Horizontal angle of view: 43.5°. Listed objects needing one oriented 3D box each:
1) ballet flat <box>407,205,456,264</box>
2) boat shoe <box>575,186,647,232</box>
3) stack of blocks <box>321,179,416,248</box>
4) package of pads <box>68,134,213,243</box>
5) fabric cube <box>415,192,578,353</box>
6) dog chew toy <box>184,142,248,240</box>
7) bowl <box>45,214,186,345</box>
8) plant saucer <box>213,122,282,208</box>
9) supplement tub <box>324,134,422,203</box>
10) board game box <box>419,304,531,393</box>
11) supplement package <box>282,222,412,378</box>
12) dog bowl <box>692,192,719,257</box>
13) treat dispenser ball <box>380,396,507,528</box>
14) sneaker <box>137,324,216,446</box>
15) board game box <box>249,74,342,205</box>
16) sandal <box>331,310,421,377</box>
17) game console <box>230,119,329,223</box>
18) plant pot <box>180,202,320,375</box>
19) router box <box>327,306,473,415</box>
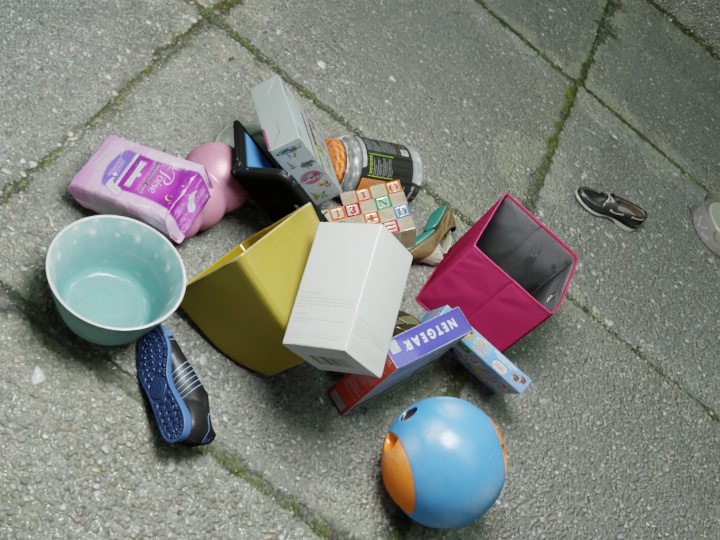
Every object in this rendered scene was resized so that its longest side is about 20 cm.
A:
[{"bbox_3d":[0.145,-0.057,1.807,0.073,0.067,0.200,55,38,-12],"label":"ballet flat"},{"bbox_3d":[0.619,-0.161,2.223,0.199,0.060,0.074,28,46,-17],"label":"boat shoe"},{"bbox_3d":[-0.009,-0.081,1.633,0.198,0.059,0.116,-14,57,-5],"label":"stack of blocks"},{"bbox_3d":[-0.344,-0.130,1.415,0.198,0.076,0.121,20,64,19],"label":"package of pads"},{"bbox_3d":[0.264,0.017,1.733,0.200,0.199,0.197,41,43,-3],"label":"fabric cube"},{"bbox_3d":[-0.269,-0.125,1.512,0.124,0.125,0.201,39,52,-4],"label":"dog chew toy"},{"bbox_3d":[-0.366,0.029,1.322,0.199,0.105,0.202,16,48,-19],"label":"bowl"},{"bbox_3d":[-0.176,-0.207,1.684,0.198,0.050,0.202,19,50,-24],"label":"plant saucer"},{"bbox_3d":[0.013,-0.196,1.762,0.198,0.123,0.124,6,55,-34],"label":"supplement tub"},{"bbox_3d":[0.202,0.146,1.633,0.200,0.151,0.037,41,78,-3],"label":"board game box"},{"bbox_3d":[-0.016,0.042,1.345,0.117,0.116,0.202,41,59,-50],"label":"supplement package"},{"bbox_3d":[0.991,-0.116,2.464,0.198,0.059,0.202,20,48,-24],"label":"dog bowl"},{"bbox_3d":[0.131,0.301,1.422,0.199,0.201,0.203,19,49,-24],"label":"treat dispenser ball"},{"bbox_3d":[-0.270,0.171,1.331,0.078,0.070,0.201,28,33,-51],"label":"sneaker"},{"bbox_3d":[-0.112,-0.227,1.602,0.200,0.064,0.149,47,21,-57],"label":"board game box"},{"bbox_3d":[0.023,0.133,1.577,0.199,0.055,0.082,-34,64,-31],"label":"sandal"},{"bbox_3d":[-0.124,-0.149,1.523,0.200,0.174,0.117,50,57,-47],"label":"game console"},{"bbox_3d":[-0.137,0.048,1.434,0.201,0.195,0.194,58,43,-9],"label":"plant pot"},{"bbox_3d":[0.067,0.150,1.504,0.199,0.180,0.049,-21,72,-44],"label":"router box"}]
